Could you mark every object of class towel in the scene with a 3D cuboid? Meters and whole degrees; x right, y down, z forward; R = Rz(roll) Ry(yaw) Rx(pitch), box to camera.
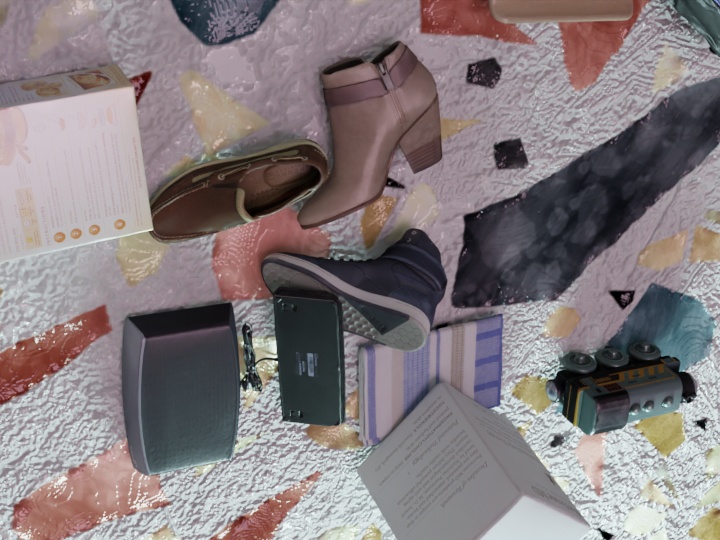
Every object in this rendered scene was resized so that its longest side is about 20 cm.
[{"bbox_3d":[0.088,0.136,1.485,0.200,0.024,0.147,-13,121,-20],"label":"towel"}]

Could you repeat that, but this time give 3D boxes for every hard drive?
[{"bbox_3d":[-0.197,0.139,1.332,0.135,0.042,0.200,-8,119,-20],"label":"hard drive"}]

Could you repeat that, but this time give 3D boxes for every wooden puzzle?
[{"bbox_3d":[0.224,-0.372,1.275,0.185,0.046,0.200,-7,114,-24],"label":"wooden puzzle"}]

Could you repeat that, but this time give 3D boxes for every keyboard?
[{"bbox_3d":[-0.079,0.099,1.345,0.127,0.021,0.200,5,128,7],"label":"keyboard"}]

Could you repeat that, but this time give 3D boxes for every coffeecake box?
[{"bbox_3d":[-0.312,-0.099,1.133,0.200,0.073,0.154,-14,121,-20],"label":"coffeecake box"}]

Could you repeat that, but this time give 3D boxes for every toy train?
[{"bbox_3d":[0.347,0.157,1.568,0.200,0.114,0.085,-7,119,-23],"label":"toy train"}]

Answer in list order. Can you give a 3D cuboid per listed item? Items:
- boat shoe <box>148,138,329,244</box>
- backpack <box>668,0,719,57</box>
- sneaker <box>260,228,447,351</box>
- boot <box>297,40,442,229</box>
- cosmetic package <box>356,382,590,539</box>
[{"bbox_3d":[-0.129,-0.079,1.213,0.202,0.075,0.075,-25,113,2],"label":"boat shoe"},{"bbox_3d":[0.443,-0.354,1.323,0.200,0.154,0.191,37,75,-37],"label":"backpack"},{"bbox_3d":[0.000,0.001,1.344,0.202,0.146,0.077,22,134,6],"label":"sneaker"},{"bbox_3d":[-0.006,-0.150,1.270,0.200,0.070,0.146,-30,117,-6],"label":"boot"},{"bbox_3d":[0.136,0.281,1.456,0.166,0.200,0.167,-47,135,11],"label":"cosmetic package"}]
